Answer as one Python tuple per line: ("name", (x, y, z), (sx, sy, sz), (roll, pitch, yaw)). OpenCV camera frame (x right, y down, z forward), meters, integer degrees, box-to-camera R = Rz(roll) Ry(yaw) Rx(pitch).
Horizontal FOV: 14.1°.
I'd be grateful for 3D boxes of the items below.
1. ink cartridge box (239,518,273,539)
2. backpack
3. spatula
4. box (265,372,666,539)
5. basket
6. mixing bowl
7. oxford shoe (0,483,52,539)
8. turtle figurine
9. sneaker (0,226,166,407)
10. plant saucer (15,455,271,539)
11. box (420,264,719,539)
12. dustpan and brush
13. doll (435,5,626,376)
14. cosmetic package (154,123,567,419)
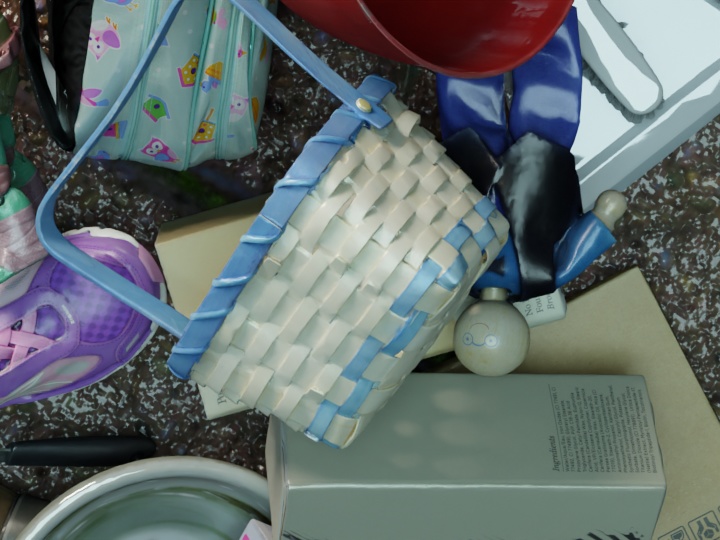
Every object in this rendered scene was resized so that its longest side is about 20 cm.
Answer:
("ink cartridge box", (-0.052, 0.243, 1.559), (0.119, 0.042, 0.200), (25, 98, -25))
("backpack", (-0.104, -0.150, 1.481), (0.126, 0.167, 0.201), (6, 107, -1))
("spatula", (-0.200, 0.104, 1.545), (0.199, 0.057, 0.021), (-7, 56, -29))
("box", (0.053, 0.103, 1.513), (0.199, 0.082, 0.069), (2, 137, -7))
("basket", (-0.045, -0.023, 1.426), (0.200, 0.139, 0.176), (37, 121, -2))
("mixing bowl", (0.010, -0.187, 1.401), (0.108, 0.200, 0.201), (-4, 103, 45))
("oxford shoe", (-0.239, 0.206, 1.581), (0.084, 0.073, 0.201), (21, 87, -2))
("turtle figurine", (-0.219, -0.097, 1.486), (0.100, 0.150, 0.200), (-18, 111, 21))
("sneaker", (-0.196, 0.045, 1.527), (0.200, 0.088, 0.081), (-24, 97, 15))
("plant saucer", (-0.110, 0.186, 1.569), (0.199, 0.050, 0.201), (-6, 110, -16))
("box", (0.100, 0.111, 1.587), (0.200, 0.021, 0.164), (-28, 99, 4))
("dustpan and brush", (0.110, -0.140, 1.527), (0.139, 0.057, 0.200), (-39, 97, 6))
("doll", (0.067, -0.047, 1.475), (0.136, 0.048, 0.201), (0, 89, 13))
("cosmetic package", (0.000, 0.000, 1.544), (0.199, 0.071, 0.106), (-18, 98, 2))
